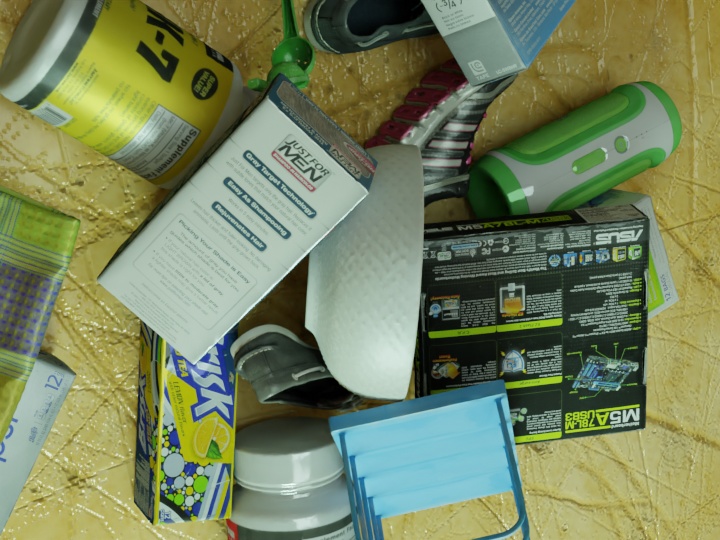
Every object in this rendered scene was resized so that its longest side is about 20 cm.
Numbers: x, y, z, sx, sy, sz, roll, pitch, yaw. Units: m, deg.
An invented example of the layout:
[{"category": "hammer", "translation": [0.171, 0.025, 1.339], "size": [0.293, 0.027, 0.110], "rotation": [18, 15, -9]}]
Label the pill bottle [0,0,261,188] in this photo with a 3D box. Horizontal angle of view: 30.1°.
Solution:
[{"category": "pill bottle", "translation": [-0.161, -0.133, 1.017], "size": [0.199, 0.114, 0.115], "rotation": [31, 85, -29]}]

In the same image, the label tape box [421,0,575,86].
[{"category": "label tape box", "translation": [0.094, -0.276, 1.097], "size": [0.201, 0.063, 0.144], "rotation": [56, 46, -21]}]

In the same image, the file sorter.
[{"category": "file sorter", "translation": [0.068, 0.196, 1.076], "size": [0.138, 0.123, 0.200], "rotation": [-13, 148, 3]}]

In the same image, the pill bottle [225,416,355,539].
[{"category": "pill bottle", "translation": [-0.056, 0.235, 1.141], "size": [0.113, 0.114, 0.202], "rotation": [-10, 103, -26]}]

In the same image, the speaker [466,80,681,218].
[{"category": "speaker", "translation": [0.196, -0.102, 1.224], "size": [0.199, 0.088, 0.089], "rotation": [-27, 111, -21]}]

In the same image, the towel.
[{"category": "towel", "translation": [-0.299, 0.031, 0.984], "size": [0.143, 0.023, 0.201], "rotation": [22, 87, 7]}]

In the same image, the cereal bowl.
[{"category": "cereal bowl", "translation": [0.000, 0.000, 1.051], "size": [0.083, 0.200, 0.202], "rotation": [4, 98, -2]}]

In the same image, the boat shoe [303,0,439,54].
[{"category": "boat shoe", "translation": [0.050, -0.231, 1.139], "size": [0.199, 0.062, 0.073], "rotation": [-22, 106, -24]}]

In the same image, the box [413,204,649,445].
[{"category": "box", "translation": [0.143, 0.050, 1.126], "size": [0.198, 0.048, 0.195], "rotation": [-6, 111, -8]}]

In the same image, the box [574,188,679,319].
[{"category": "box", "translation": [0.174, 0.017, 1.228], "size": [0.199, 0.101, 0.113], "rotation": [-28, 111, -21]}]

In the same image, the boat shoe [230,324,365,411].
[{"category": "boat shoe", "translation": [-0.036, 0.095, 1.118], "size": [0.067, 0.057, 0.200], "rotation": [-35, 151, 21]}]

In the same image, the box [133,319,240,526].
[{"category": "box", "translation": [-0.143, 0.101, 1.098], "size": [0.070, 0.064, 0.202], "rotation": [-1, 100, -27]}]

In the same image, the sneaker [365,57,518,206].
[{"category": "sneaker", "translation": [0.073, -0.110, 1.170], "size": [0.200, 0.074, 0.088], "rotation": [-46, 116, -7]}]

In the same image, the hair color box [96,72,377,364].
[{"category": "hair color box", "translation": [-0.090, -0.035, 0.977], "size": [0.100, 0.061, 0.200], "rotation": [42, 115, -12]}]

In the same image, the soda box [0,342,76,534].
[{"category": "soda box", "translation": [-0.296, 0.150, 1.027], "size": [0.068, 0.063, 0.201], "rotation": [26, 87, -28]}]

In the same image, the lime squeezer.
[{"category": "lime squeezer", "translation": [-0.057, -0.169, 1.046], "size": [0.037, 0.201, 0.071], "rotation": [2, 129, 4]}]
